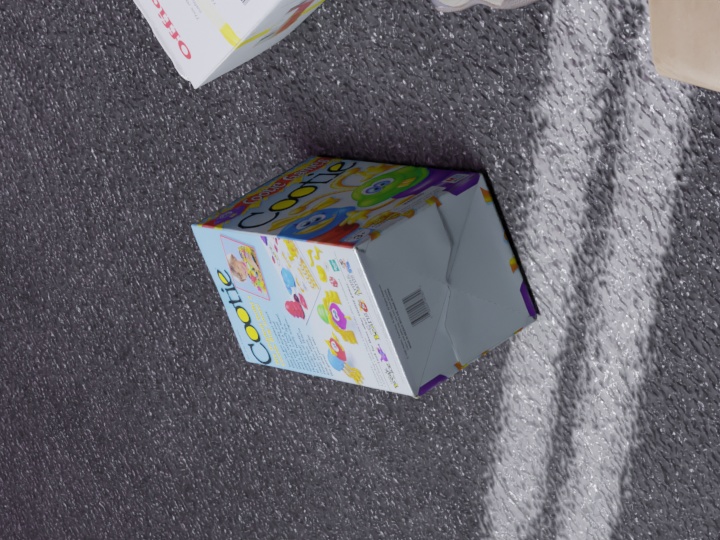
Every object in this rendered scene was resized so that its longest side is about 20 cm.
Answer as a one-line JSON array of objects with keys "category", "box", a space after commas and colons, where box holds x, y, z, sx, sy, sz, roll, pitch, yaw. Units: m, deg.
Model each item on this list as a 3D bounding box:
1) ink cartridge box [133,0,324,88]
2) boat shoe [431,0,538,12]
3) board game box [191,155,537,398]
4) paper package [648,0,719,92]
[{"category": "ink cartridge box", "box": [-0.077, -0.216, 1.801, 0.146, 0.083, 0.200, 59, 154, 2]}, {"category": "boat shoe", "box": [0.083, -0.180, 1.568, 0.200, 0.075, 0.072, 0, 112, 62]}, {"category": "board game box", "box": [0.000, 0.000, 1.867, 0.200, 0.103, 0.105, 9, 126, 57]}, {"category": "paper package", "box": [0.220, -0.158, 1.262, 0.199, 0.103, 0.192, 18, 124, 42]}]
